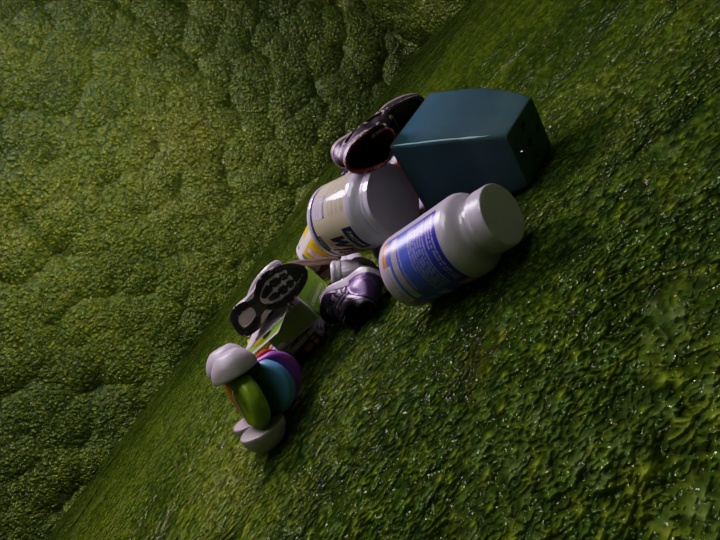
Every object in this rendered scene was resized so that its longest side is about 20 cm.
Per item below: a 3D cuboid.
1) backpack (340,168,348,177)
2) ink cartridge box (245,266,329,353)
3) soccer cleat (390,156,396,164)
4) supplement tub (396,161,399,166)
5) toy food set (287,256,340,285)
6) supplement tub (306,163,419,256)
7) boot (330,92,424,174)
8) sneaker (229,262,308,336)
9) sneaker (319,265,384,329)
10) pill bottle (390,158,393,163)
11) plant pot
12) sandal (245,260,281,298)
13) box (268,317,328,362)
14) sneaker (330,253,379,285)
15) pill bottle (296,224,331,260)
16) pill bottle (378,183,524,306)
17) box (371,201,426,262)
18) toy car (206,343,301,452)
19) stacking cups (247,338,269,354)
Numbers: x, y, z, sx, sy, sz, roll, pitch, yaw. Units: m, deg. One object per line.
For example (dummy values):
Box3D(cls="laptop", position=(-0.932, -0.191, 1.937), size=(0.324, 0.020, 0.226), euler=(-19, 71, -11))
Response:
Box3D(cls="backpack", position=(0.041, -0.264, 1.525), size=(0.183, 0.147, 0.201), euler=(-43, 12, 21))
Box3D(cls="ink cartridge box", position=(-0.151, 0.110, 1.177), size=(0.147, 0.075, 0.202), euler=(-39, 20, 34))
Box3D(cls="soccer cleat", position=(0.096, -0.244, 1.310), size=(0.198, 0.086, 0.069), euler=(-29, -10, -42))
Box3D(cls="supplement tub", position=(0.160, -0.236, 1.100), size=(0.200, 0.123, 0.122), euler=(-47, 12, -26))
Box3D(cls="toy food set", position=(-0.136, 0.036, 1.339), size=(0.197, 0.061, 0.143), euler=(-8, -25, -50))
Box3D(cls="supplement tub", position=(0.003, -0.112, 1.090), size=(0.198, 0.145, 0.147), euler=(-13, 38, 54))
Box3D(cls="boot", position=(0.041, -0.233, 1.000), size=(0.197, 0.074, 0.151), euler=(-29, 18, 2))
Box3D(cls="sneaker", position=(-0.171, 0.043, 1.135), size=(0.198, 0.078, 0.089), euler=(-37, 3, 25))
Box3D(cls="sneaker", position=(-0.030, 0.070, 1.073), size=(0.200, 0.074, 0.089), euler=(-42, 28, 52))
Box3D(cls="pill bottle", position=(0.014, -0.172, 1.363), size=(0.204, 0.112, 0.114), euler=(-67, 17, -7))
Box3D(cls="plant pot", position=(0.179, -0.191, 0.908), size=(0.197, 0.142, 0.142), euler=(6, 52, 49))
Box3D(cls="sandal", position=(-0.204, 0.057, 1.222), size=(0.204, 0.050, 0.082), euler=(-55, -8, 37))
Box3D(cls="box", position=(-0.142, 0.156, 1.261), size=(0.200, 0.040, 0.138), euler=(-44, 17, 26))
Box3D(cls="sneaker", position=(0.000, 0.000, 1.185), size=(0.086, 0.078, 0.200), euler=(-7, 7, 10))
Box3D(cls="pill bottle", position=(-0.078, -0.107, 1.488), size=(0.202, 0.111, 0.114), euler=(-59, 8, 30))
Box3D(cls="pill bottle", position=(0.121, -0.033, 0.786), size=(0.199, 0.112, 0.113), euler=(-32, 23, 50))
Box3D(cls="box", position=(0.095, -0.065, 1.086), size=(0.156, 0.041, 0.200), euler=(-48, 16, 6))
Box3D(cls="toy car", position=(-0.175, 0.204, 1.029), size=(0.148, 0.179, 0.199), euler=(-27, 7, -20))
Box3D(cls="stacking cups", position=(-0.202, 0.128, 1.498), size=(0.200, 0.060, 0.060), euler=(-47, 14, -1))
